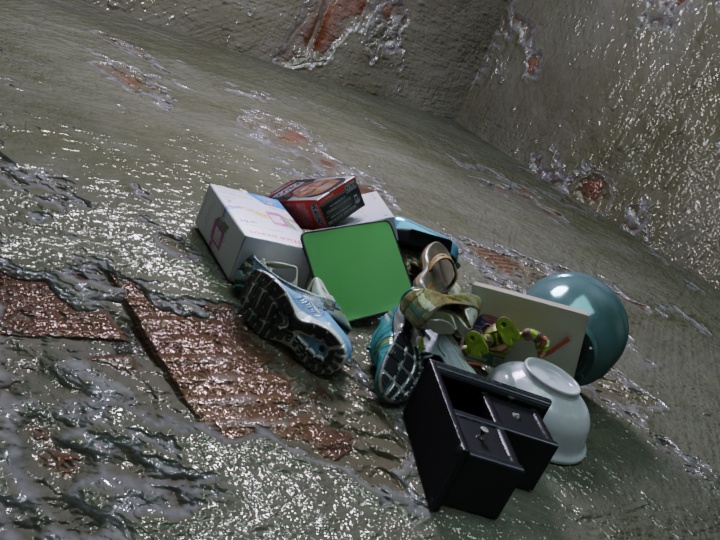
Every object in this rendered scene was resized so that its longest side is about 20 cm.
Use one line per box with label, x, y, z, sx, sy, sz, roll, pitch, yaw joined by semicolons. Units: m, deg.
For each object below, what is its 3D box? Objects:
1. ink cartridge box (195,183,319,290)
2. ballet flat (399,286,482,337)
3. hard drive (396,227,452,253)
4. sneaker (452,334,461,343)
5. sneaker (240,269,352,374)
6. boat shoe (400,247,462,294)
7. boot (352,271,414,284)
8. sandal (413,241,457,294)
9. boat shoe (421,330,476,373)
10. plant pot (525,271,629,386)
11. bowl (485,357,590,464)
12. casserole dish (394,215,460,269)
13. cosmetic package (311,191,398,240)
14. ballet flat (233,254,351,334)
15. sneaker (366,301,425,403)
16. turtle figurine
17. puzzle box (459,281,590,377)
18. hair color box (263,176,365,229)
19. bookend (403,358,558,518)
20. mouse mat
ink cartridge box;-0.176;-0.055;1.346;0.143;0.086;0.200;11;25;-35
ballet flat;0.135;0.070;1.216;0.198;0.071;0.071;12;22;-50
hard drive;0.065;-0.062;1.594;0.198;0.034;0.138;8;-3;44
sneaker;0.190;0.096;1.443;0.197;0.061;0.104;6;24;-29
sneaker;-0.092;0.075;1.160;0.199;0.079;0.090;41;13;17
boat shoe;0.103;0.014;1.520;0.197;0.074;0.063;25;17;2
boot;-0.029;-0.009;1.441;0.199;0.070;0.187;30;33;33
sandal;0.144;0.004;1.446;0.081;0.054;0.200;51;27;-10
boat shoe;0.115;0.140;1.220;0.071;0.071;0.201;13;24;-33
plant pot;0.357;0.118;1.390;0.198;0.203;0.134;29;26;13
bowl;0.277;0.198;1.237;0.198;0.091;0.202;22;19;-8
casserole dish;0.127;-0.061;1.704;0.197;0.039;0.121;26;-16;2
cosmetic package;-0.021;-0.089;1.503;0.148;0.052;0.200;-15;20;-3
ballet flat;-0.096;0.031;1.228;0.197;0.075;0.074;24;19;-5
sneaker;0.049;0.125;1.185;0.078;0.079;0.201;50;29;-21
turtle figurine;0.227;0.108;1.263;0.197;0.066;0.161;-10;-14;16
puzzle box;0.268;0.107;1.330;0.197;0.135;0.025;16;18;17
hair color box;-0.095;-0.123;1.473;0.101;0.062;0.198;-36;25;-34
bookend;0.173;0.229;1.028;0.196;0.093;0.201;20;21;-15
mouse mat;0.000;0.000;1.331;0.198;0.007;0.163;-10;78;-39
